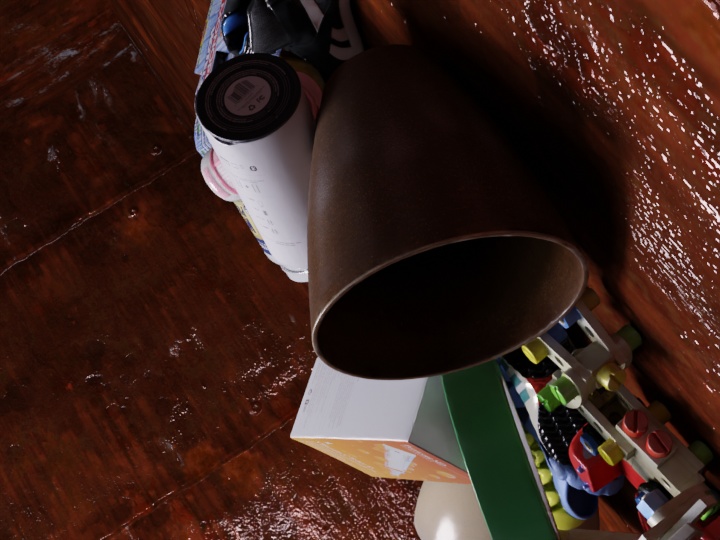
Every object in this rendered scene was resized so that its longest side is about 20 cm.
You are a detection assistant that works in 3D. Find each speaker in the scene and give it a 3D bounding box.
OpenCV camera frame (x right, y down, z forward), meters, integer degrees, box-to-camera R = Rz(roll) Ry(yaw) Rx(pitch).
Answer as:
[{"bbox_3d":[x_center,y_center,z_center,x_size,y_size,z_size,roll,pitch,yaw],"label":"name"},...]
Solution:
[{"bbox_3d":[-0.063,-0.079,0.807,0.081,0.081,0.200,52,172,29],"label":"speaker"}]

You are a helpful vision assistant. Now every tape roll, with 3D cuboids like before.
[{"bbox_3d":[0.123,0.167,0.863,0.200,0.048,0.201,-19,-90,-83],"label":"tape roll"}]

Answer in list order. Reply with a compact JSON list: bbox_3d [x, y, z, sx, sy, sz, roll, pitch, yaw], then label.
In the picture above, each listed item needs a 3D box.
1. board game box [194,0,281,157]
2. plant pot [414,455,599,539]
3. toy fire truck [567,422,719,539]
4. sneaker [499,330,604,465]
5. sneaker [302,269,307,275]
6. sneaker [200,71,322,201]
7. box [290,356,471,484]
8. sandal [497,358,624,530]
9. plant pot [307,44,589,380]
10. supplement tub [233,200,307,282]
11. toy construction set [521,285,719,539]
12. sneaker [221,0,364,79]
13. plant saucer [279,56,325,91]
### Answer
[{"bbox_3d":[-0.131,-0.227,1.088,0.062,0.200,0.200,14,173,-19],"label":"board game box"},{"bbox_3d":[0.163,0.219,1.086,0.200,0.200,0.135,-139,51,-63],"label":"plant pot"},{"bbox_3d":[0.212,0.212,0.792,0.200,0.141,0.049,49,170,41],"label":"toy fire truck"},{"bbox_3d":[0.163,0.081,0.902,0.200,0.070,0.093,58,-170,-28],"label":"sneaker"},{"bbox_3d":[0.000,0.000,1.014,0.089,0.079,0.200,0,128,50],"label":"sneaker"},{"bbox_3d":[-0.061,-0.143,0.934,0.075,0.105,0.200,47,-141,-11],"label":"sneaker"},{"bbox_3d":[0.042,0.152,1.045,0.124,0.098,0.200,31,156,-30],"label":"box"},{"bbox_3d":[0.193,0.148,0.975,0.087,0.079,0.200,-27,91,47],"label":"sandal"},{"bbox_3d":[0.038,-0.054,0.716,0.187,0.187,0.200,69,-175,-60],"label":"plant pot"},{"bbox_3d":[-0.096,-0.097,1.438,0.200,0.144,0.144,60,171,-28],"label":"supplement tub"},{"bbox_3d":[0.197,0.116,0.729,0.131,0.092,0.200,70,175,-61],"label":"toy construction set"},{"bbox_3d":[-0.064,-0.207,0.879,0.073,0.112,0.200,55,172,20],"label":"sneaker"},{"bbox_3d":[-0.054,-0.174,1.211,0.200,0.048,0.200,58,172,-16],"label":"plant saucer"}]
